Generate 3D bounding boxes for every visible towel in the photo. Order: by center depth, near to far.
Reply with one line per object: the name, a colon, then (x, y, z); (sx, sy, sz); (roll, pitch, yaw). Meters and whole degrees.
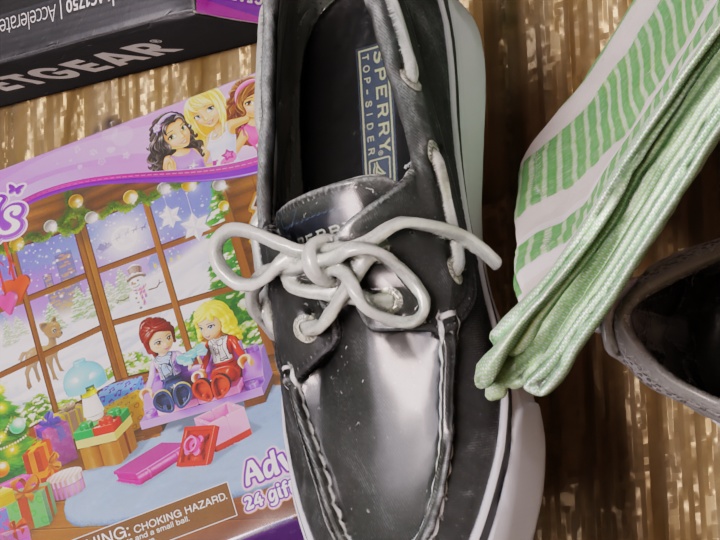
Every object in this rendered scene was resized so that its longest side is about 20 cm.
towel: (0.079, -0.056, 0.751); (0.023, 0.200, 0.153); (32, 107, -2)

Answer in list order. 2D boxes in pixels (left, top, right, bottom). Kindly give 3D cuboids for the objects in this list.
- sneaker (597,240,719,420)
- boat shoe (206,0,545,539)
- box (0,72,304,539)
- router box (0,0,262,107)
sneaker: (0.142, 0.021, 0.715); (0.199, 0.082, 0.075); (-7, 79, 47)
boat shoe: (0.002, -0.001, 0.791); (0.073, 0.068, 0.201); (-11, 64, 27)
box: (-0.067, 0.030, 0.863); (0.199, 0.039, 0.137); (-21, 63, 4)
router box: (-0.104, -0.141, 1.042); (0.199, 0.051, 0.150); (-9, 79, 46)
